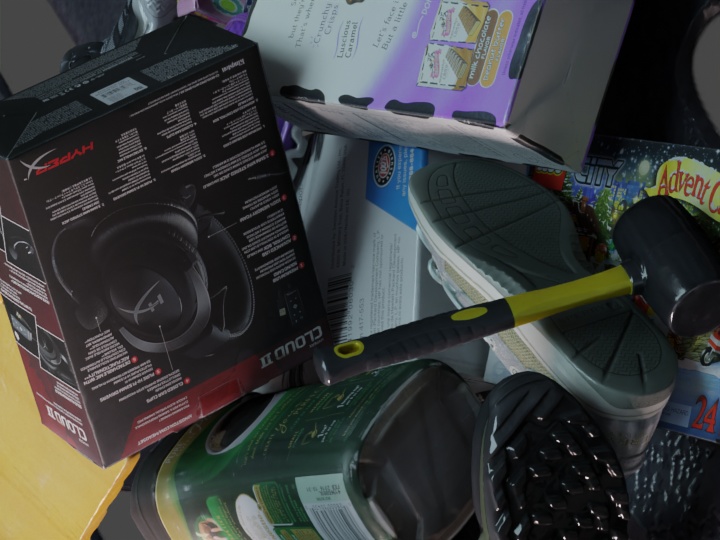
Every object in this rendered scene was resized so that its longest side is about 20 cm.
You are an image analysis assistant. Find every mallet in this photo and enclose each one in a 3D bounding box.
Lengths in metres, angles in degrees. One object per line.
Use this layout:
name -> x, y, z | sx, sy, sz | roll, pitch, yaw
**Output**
mallet -> 0.072, 0.011, 1.172 | 0.041, 0.199, 0.066 | 90, 166, -45

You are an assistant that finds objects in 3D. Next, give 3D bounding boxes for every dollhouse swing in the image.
dollhouse swing -> -0.201, 0.069, 1.484 | 0.200, 0.175, 0.182 | -58, -1, 27

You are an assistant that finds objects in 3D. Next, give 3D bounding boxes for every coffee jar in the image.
coffee jar -> -0.029, 0.108, 1.333 | 0.200, 0.085, 0.104 | -11, 28, 48

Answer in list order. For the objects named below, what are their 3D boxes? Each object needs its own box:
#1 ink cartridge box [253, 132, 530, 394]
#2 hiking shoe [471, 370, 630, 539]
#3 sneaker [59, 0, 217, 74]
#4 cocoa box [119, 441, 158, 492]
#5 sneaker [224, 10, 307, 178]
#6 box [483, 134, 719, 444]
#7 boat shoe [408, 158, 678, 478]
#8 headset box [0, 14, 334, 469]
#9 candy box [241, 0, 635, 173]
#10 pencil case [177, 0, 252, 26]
ink cartridge box -> 0.000, 0.000, 1.412 | 0.200, 0.086, 0.147 | -16, 67, 52
hiking shoe -> 0.081, 0.129, 1.208 | 0.101, 0.076, 0.201 | 35, 146, 56
sneaker -> -0.141, -0.159, 1.657 | 0.114, 0.075, 0.201 | 11, 91, 52
cocoa box -> -0.133, 0.028, 1.544 | 0.133, 0.131, 0.201 | 12, 91, 55
sneaker -> -0.094, -0.050, 1.410 | 0.080, 0.088, 0.201 | 23, 95, 56
box -> 0.148, 0.007, 1.250 | 0.200, 0.038, 0.137 | 11, 89, 54
boat shoe -> 0.083, 0.017, 1.244 | 0.202, 0.074, 0.065 | 49, 142, 40
headset box -> -0.107, -0.007, 1.308 | 0.077, 0.148, 0.201 | 28, 139, 52
candy box -> 0.042, -0.149, 1.298 | 0.199, 0.071, 0.168 | 11, 81, 43
pencil case -> -0.066, -0.246, 1.577 | 0.087, 0.087, 0.201 | -6, 74, 53
